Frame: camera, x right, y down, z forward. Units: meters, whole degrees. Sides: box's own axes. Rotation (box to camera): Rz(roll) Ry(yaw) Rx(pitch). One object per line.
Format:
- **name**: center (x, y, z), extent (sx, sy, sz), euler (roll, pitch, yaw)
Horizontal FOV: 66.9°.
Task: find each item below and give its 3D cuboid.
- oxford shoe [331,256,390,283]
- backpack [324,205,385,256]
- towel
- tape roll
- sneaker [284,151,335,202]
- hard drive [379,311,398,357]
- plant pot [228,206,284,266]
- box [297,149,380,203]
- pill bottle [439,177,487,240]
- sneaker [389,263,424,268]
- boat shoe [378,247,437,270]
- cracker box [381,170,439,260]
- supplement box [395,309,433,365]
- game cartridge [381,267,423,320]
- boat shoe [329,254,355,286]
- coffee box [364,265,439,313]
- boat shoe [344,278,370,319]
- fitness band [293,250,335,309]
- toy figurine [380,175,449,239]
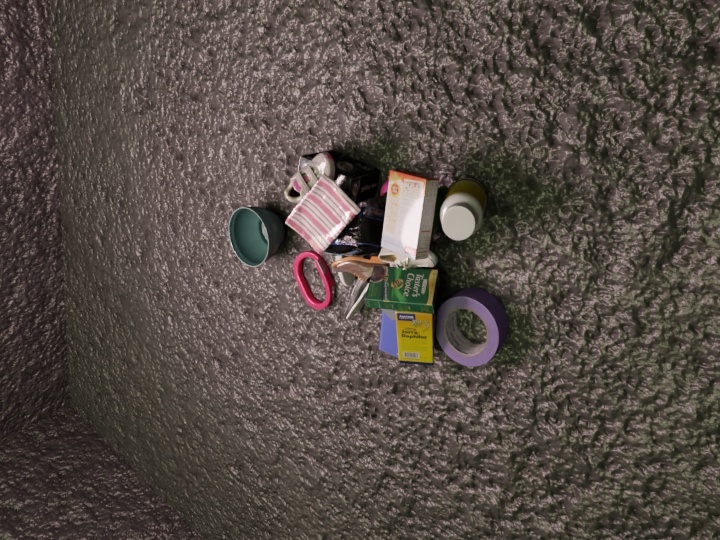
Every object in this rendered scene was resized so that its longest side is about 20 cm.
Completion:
- **oxford shoe**: center (0.000, 0.000, 1.674), extent (0.192, 0.071, 0.076), euler (-2, 79, 21)
- **backpack**: center (-0.025, -0.111, 1.639), extent (0.194, 0.180, 0.141), euler (-4, 86, 34)
- **towel**: center (-0.107, -0.154, 1.525), extent (0.145, 0.030, 0.200), euler (41, 122, -10)
- **tape roll**: center (0.314, 0.159, 1.545), extent (0.195, 0.084, 0.208), euler (14, 114, 33)
- **sneaker**: center (-0.145, -0.252, 1.537), extent (0.082, 0.087, 0.200), euler (52, 128, 9)
- **hard drive**: center (0.124, 0.176, 1.728), extent (0.128, 0.025, 0.208), euler (18, 115, 31)
- **plant pot**: center (-0.348, -0.130, 1.908), extent (0.195, 0.133, 0.208), euler (13, 112, 33)
- **box**: center (-0.066, -0.280, 1.629), extent (0.196, 0.162, 0.089), euler (28, 121, 26)
- **pill bottle**: center (0.262, -0.155, 1.391), extent (0.108, 0.201, 0.117), euler (7, 116, 15)
- **sneaker**: center (0.136, -0.081, 1.615), extent (0.102, 0.075, 0.208), euler (-3, 104, 25)
- **boat shoe**: center (0.126, -0.033, 1.509), extent (0.196, 0.071, 0.072), euler (19, 153, 44)
- **cracker box**: center (0.126, -0.146, 1.412), extent (0.132, 0.056, 0.208), euler (24, 113, 44)
- **supplement box**: center (0.164, 0.163, 1.587), extent (0.105, 0.111, 0.205), euler (2, 129, 12)
- **game cartridge**: center (0.131, 0.063, 1.621), extent (0.133, 0.042, 0.199), euler (42, 126, -15)
- **boat shoe**: center (-0.066, -0.050, 1.776), extent (0.070, 0.071, 0.208), euler (-11, 90, 48)
- **coffee box**: center (0.118, 0.050, 1.517), extent (0.192, 0.126, 0.045), euler (5, 143, 18)
- **boat shoe**: center (-0.003, 0.068, 1.761), extent (0.060, 0.075, 0.203), euler (41, 113, 16)
- **fitness band**: center (-0.160, 0.033, 1.888), extent (0.141, 0.037, 0.206), euler (-25, 89, 42)
- **toy figurine**: center (0.133, -0.182, 1.535), extent (0.182, 0.148, 0.206), euler (34, 128, 28)
